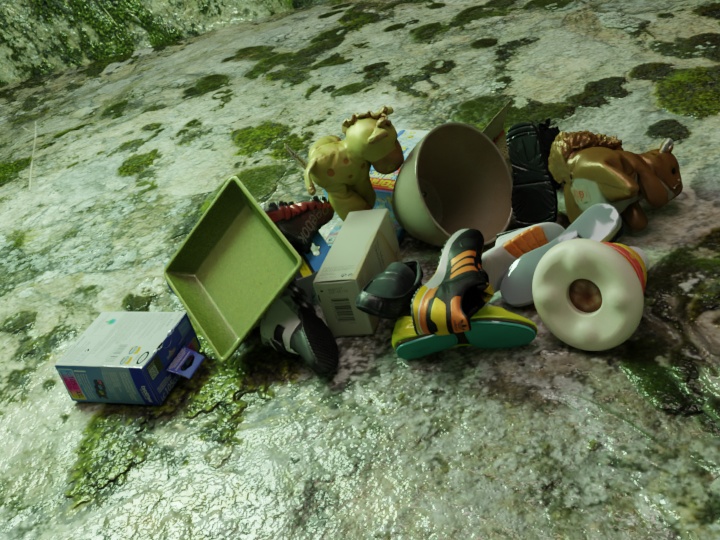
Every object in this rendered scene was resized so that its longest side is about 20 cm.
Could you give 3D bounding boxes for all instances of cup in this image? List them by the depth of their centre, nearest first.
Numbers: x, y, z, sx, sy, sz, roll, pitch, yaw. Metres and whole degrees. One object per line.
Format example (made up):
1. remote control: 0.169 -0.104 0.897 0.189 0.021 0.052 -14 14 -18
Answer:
1. cup: 0.132 -0.122 1.328 0.200 0.201 0.143 -38 9 -32

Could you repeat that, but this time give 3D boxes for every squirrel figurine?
1. squirrel figurine: 0.397 -0.157 1.251 0.185 0.142 0.200 -22 55 -25

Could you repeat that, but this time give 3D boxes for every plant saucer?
1. plant saucer: -0.181 -0.002 1.200 0.200 0.048 0.200 -50 60 16

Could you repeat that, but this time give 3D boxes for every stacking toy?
1. stacking toy: 0.331 0.007 1.081 0.145 0.148 0.199 9 23 36

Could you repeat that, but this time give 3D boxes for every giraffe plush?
1. giraffe plush: -0.001 -0.192 1.330 0.161 0.200 0.174 -33 51 21

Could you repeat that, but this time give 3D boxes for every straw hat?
1. straw hat: 0.246 -0.207 1.476 0.085 0.201 0.201 38 48 4

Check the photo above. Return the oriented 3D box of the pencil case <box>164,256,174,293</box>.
1. pencil case: -0.271 -0.031 1.451 0.086 0.078 0.200 27 44 11

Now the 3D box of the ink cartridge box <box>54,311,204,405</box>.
1. ink cartridge box: -0.336 0.130 1.224 0.198 0.077 0.137 -3 34 25

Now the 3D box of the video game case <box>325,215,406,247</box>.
1. video game case: 0.028 -0.095 1.472 0.142 0.018 0.200 -1 33 25

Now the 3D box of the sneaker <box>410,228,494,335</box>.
1. sneaker: 0.142 0.017 1.071 0.089 0.070 0.200 5 39 31

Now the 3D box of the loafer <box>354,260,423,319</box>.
1. loafer: 0.044 0.022 1.146 0.068 0.071 0.200 20 13 16

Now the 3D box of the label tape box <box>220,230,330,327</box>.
1. label tape box: -0.139 0.016 1.328 0.198 0.064 0.144 -21 31 -9

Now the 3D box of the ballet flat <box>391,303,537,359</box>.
1. ballet flat: 0.137 0.071 1.096 0.198 0.067 0.068 -10 48 16

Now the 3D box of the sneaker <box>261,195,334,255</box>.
1. sneaker: -0.105 -0.067 1.318 0.070 0.099 0.200 -11 5 32

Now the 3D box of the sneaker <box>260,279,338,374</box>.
1. sneaker: -0.099 0.095 1.184 0.089 0.074 0.200 -47 44 13

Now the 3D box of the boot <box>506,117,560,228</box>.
1. boot: 0.301 -0.155 1.347 0.073 0.201 0.162 -11 -1 29

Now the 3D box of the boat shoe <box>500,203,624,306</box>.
1. boat shoe: 0.290 -0.014 1.158 0.199 0.068 0.074 -44 54 6

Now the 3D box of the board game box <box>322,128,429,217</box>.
1. board game box: 0.061 -0.186 1.511 0.199 0.056 0.196 12 47 39

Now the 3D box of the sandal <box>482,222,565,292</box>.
1. sandal: 0.211 -0.019 1.199 0.205 0.080 0.059 -22 23 -12

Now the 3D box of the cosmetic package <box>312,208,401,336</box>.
1. cosmetic package: 0.000 0.000 1.248 0.072 0.104 0.201 -4 34 21
